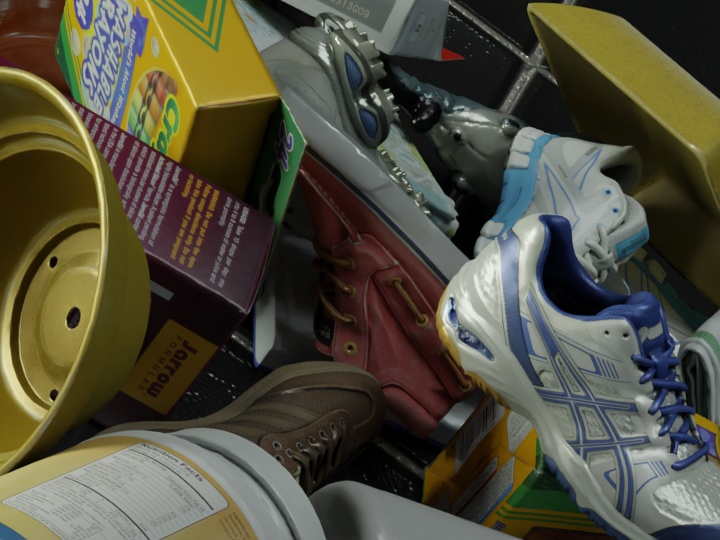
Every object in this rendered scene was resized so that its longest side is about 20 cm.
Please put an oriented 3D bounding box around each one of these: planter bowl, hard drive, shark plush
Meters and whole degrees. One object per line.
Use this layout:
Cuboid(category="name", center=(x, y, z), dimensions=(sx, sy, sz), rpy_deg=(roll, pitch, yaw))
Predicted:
Cuboid(category="planter bowl", center=(-0.156, 0.015, 1.189), dimensions=(0.083, 0.200, 0.201), rpy_deg=(19, 35, -46))
Cuboid(category="hard drive", center=(0.031, 0.044, 1.492), dimensions=(0.200, 0.025, 0.132), rpy_deg=(25, 34, -21))
Cuboid(category="shark plush", center=(0.061, -0.076, 1.622), dimensions=(0.200, 0.091, 0.083), rpy_deg=(17, 20, -42))

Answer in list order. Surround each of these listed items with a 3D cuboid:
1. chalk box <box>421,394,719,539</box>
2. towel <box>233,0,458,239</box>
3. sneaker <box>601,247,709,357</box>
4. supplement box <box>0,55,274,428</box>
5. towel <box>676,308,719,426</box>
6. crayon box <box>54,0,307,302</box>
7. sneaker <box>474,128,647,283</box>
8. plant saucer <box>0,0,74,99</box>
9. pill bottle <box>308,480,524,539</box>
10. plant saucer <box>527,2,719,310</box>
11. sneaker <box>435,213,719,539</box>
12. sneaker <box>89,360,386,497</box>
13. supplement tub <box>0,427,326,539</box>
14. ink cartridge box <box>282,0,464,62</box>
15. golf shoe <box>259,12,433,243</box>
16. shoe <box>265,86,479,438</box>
Cuboid(category="chalk box", center=(0.144, 0.149, 1.379), dimensions=(0.200, 0.125, 0.124), rpy_deg=(28, 33, -13))
Cuboid(category="towel", center=(-0.040, -0.097, 1.533), dimensions=(0.200, 0.048, 0.171), rpy_deg=(31, 18, -36))
Cuboid(category="sneaker", center=(0.170, 0.050, 1.587), dimensions=(0.200, 0.075, 0.087), rpy_deg=(34, 37, -7))
Cuboid(category="supplement box", center=(-0.158, -0.016, 1.297), dimensions=(0.200, 0.110, 0.086), rpy_deg=(31, 33, -12))
Cuboid(category="towel", center=(0.245, 0.078, 1.556), dimensions=(0.031, 0.149, 0.200), rpy_deg=(10, 24, 33))
Cuboid(category="crayon box", center=(-0.099, -0.093, 1.375), dimensions=(0.052, 0.126, 0.200), rpy_deg=(-9, 52, -26))
Cuboid(category="sneaker", center=(0.119, -0.012, 1.498), dimensions=(0.087, 0.075, 0.200), rpy_deg=(0, 44, 18))
Cuboid(category="plant saucer", center=(-0.145, -0.081, 1.469), dimensions=(0.200, 0.032, 0.200), rpy_deg=(26, 34, -19))
Cuboid(category="pill bottle", center=(0.057, 0.183, 1.256), dimensions=(0.200, 0.114, 0.114), rpy_deg=(21, 35, -26))
Cuboid(category="plant saucer", center=(0.198, -0.065, 1.614), dimensions=(0.200, 0.048, 0.200), rpy_deg=(47, -10, 45))
Cuboid(category="sneaker", center=(0.126, 0.059, 1.276), dimensions=(0.200, 0.088, 0.075), rpy_deg=(45, 30, 9))
Cuboid(category="sneaker", center=(-0.049, 0.102, 1.283), dimensions=(0.200, 0.071, 0.076), rpy_deg=(-16, 37, -41))
Cuboid(category="supplement tub", center=(-0.116, 0.150, 1.094), dimensions=(0.145, 0.145, 0.200), rpy_deg=(48, 32, 15))
Cuboid(category="ink cartridge box", center=(-0.016, -0.184, 1.625), dimensions=(0.160, 0.047, 0.200), rpy_deg=(27, 10, 12))
Cuboid(category="golf shoe", center=(-0.015, -0.038, 1.431), dimensions=(0.078, 0.097, 0.200), rpy_deg=(-136, -156, -68))
Cuboid(category="shoe", center=(0.000, 0.000, 1.371), dimensions=(0.200, 0.091, 0.071), rpy_deg=(45, 3, -24))
